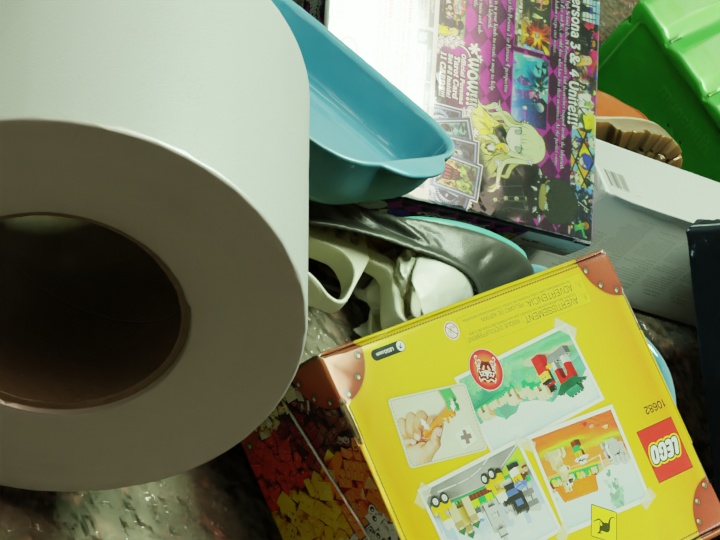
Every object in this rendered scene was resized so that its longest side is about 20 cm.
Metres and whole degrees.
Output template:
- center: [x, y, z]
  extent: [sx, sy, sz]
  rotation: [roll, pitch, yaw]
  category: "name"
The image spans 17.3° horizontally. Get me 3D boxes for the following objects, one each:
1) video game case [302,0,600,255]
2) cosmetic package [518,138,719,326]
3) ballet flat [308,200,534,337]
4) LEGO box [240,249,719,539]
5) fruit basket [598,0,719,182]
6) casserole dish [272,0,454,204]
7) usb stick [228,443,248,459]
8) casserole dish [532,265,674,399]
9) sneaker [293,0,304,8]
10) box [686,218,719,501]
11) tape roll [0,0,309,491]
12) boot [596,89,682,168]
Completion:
- center: [0.052, -0.123, 1.329]
  extent: [0.180, 0.036, 0.202]
  rotation: [11, 72, -26]
  category: "video game case"
- center: [0.180, -0.020, 1.442]
  extent: [0.199, 0.083, 0.051]
  rotation: [16, 41, -42]
  category: "cosmetic package"
- center: [0.000, 0.000, 1.219]
  extent: [0.199, 0.068, 0.069]
  rotation: [18, 51, -21]
  category: "ballet flat"
- center: [0.059, 0.092, 1.103]
  extent: [0.199, 0.077, 0.150]
  rotation: [-18, 82, -41]
  category: "LEGO box"
- center: [0.269, -0.112, 1.608]
  extent: [0.214, 0.156, 0.217]
  rotation: [15, 53, -21]
  category: "fruit basket"
- center: [-0.041, -0.093, 1.212]
  extent: [0.200, 0.039, 0.121]
  rotation: [42, 27, 25]
  category: "casserole dish"
- center: [-0.017, 0.081, 1.134]
  extent: [0.199, 0.033, 0.056]
  rotation: [26, 38, -31]
  category: "usb stick"
- center: [0.114, 0.081, 1.276]
  extent: [0.121, 0.039, 0.201]
  rotation: [34, 33, -17]
  category: "casserole dish"
- center: [-0.057, -0.173, 1.347]
  extent: [0.200, 0.070, 0.080]
  rotation: [47, 51, -2]
  category: "sneaker"
- center: [0.297, 0.058, 1.385]
  extent: [0.198, 0.123, 0.202]
  rotation: [-10, 94, -55]
  category: "box"
- center: [-0.120, -0.027, 0.966]
  extent: [0.202, 0.203, 0.140]
  rotation: [31, 35, -25]
  category: "tape roll"
- center: [0.093, -0.094, 1.443]
  extent: [0.199, 0.075, 0.107]
  rotation: [11, 29, -40]
  category: "boot"
